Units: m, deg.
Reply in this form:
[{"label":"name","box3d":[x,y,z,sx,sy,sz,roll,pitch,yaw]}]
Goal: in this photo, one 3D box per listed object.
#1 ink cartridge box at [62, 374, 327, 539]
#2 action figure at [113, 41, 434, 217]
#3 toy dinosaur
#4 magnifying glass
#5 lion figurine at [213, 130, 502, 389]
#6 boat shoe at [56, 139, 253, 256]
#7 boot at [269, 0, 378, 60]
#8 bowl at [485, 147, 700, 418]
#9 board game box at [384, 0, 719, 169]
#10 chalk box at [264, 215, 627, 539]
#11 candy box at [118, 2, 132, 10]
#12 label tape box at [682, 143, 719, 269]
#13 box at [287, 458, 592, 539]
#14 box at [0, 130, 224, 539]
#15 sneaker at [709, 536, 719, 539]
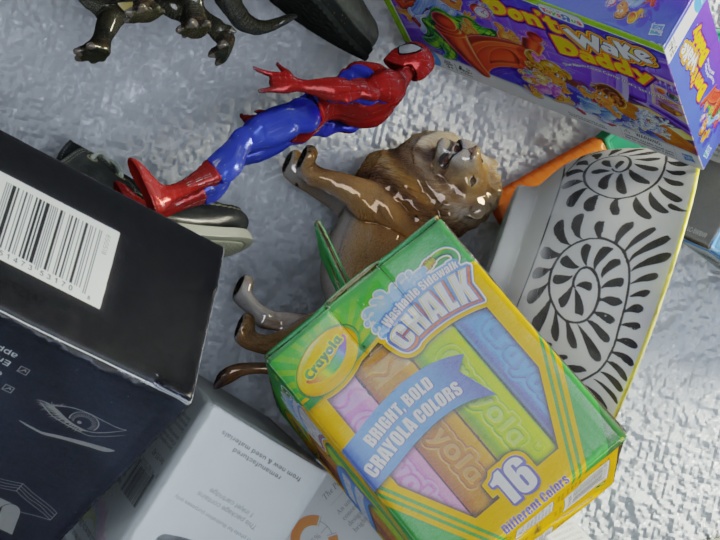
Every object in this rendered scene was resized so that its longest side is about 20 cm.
[{"label":"ink cartridge box","box3d":[-0.120,0.163,1.274,0.083,0.146,0.201,32,89,-18]},{"label":"action figure","box3d":[-0.042,-0.083,1.256,0.199,0.065,0.052,-24,77,-23]},{"label":"toy dinosaur","box3d":[-0.112,-0.166,1.204,0.199,0.077,0.103,-3,68,-31]},{"label":"magnifying glass","box3d":[0.168,-0.082,1.387,0.199,0.022,0.080,-29,105,-9]},{"label":"lion figurine","box3d":[0.000,0.000,1.309,0.122,0.072,0.201,26,76,-14]},{"label":"boat shoe","box3d":[-0.153,-0.042,1.276,0.199,0.072,0.068,8,71,-23]},{"label":"boot","box3d":[-0.013,-0.216,1.256,0.131,0.068,0.200,-52,140,-9]},{"label":"bowl","box3d":[0.120,0.007,1.310,0.094,0.201,0.202,19,93,2]},{"label":"board game box","box3d":[0.102,-0.139,1.242,0.045,0.199,0.135,-58,152,-14]},{"label":"chalk box","box3d":[0.029,0.063,1.199,0.124,0.124,0.200,-39,75,-8]},{"label":"candy box","box3d":[-0.113,-0.254,1.259,0.117,0.056,0.200,44,87,-20]},{"label":"label tape box","box3d":[0.299,-0.070,1.395,0.144,0.063,0.201,33,89,-28]},{"label":"box","box3d":[0.057,0.175,1.297,0.200,0.097,0.124,45,100,13]},{"label":"box","box3d":[-0.209,0.036,1.193,0.196,0.118,0.200,28,133,-18]},{"label":"sneaker","box3d":[0.202,0.240,1.411,0.199,0.089,0.077,-34,106,-9]}]
